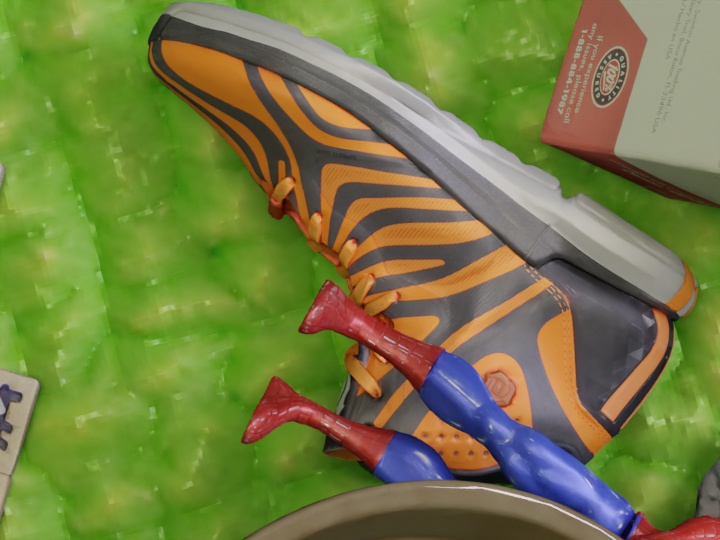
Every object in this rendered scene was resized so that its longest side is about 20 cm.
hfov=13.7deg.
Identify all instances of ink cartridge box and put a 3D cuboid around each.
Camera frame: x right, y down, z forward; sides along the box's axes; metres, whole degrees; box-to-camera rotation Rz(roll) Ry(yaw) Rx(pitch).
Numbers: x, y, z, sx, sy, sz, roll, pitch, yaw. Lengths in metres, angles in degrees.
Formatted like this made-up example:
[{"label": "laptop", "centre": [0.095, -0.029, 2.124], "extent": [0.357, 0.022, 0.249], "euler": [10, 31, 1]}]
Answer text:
[{"label": "ink cartridge box", "centre": [0.155, -0.072, 0.898], "extent": [0.067, 0.199, 0.117], "euler": [21, 86, -37]}]

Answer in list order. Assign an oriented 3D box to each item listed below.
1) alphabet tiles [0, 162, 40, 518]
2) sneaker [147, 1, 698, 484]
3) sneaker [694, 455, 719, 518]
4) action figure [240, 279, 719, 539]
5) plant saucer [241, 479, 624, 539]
[{"label": "alphabet tiles", "centre": [-0.195, 0.046, 1.012], "extent": [0.166, 0.008, 0.201], "euler": [16, 86, 8]}, {"label": "sneaker", "centre": [0.000, 0.000, 0.961], "extent": [0.199, 0.078, 0.112], "euler": [31, 87, 8]}, {"label": "sneaker", "centre": [0.158, 0.149, 0.937], "extent": [0.104, 0.060, 0.200], "euler": [-42, 78, 5]}, {"label": "action figure", "centre": [0.057, 0.086, 0.883], "extent": [0.199, 0.099, 0.066], "euler": [29, 114, 0]}, {"label": "plant saucer", "centre": [0.015, 0.156, 0.812], "extent": [0.199, 0.029, 0.202], "euler": [-1, 92, -17]}]
